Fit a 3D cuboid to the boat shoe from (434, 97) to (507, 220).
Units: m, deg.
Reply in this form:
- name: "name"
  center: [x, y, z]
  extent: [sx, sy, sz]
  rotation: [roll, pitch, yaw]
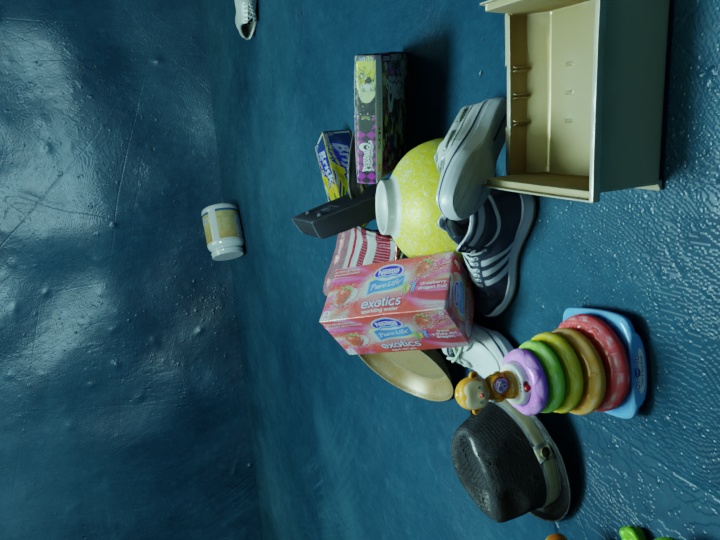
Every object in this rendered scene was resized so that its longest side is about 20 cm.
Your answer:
- name: "boat shoe"
  center: [0.126, -0.134, 0.764]
  extent: [0.067, 0.200, 0.074]
  rotation: [3, 135, 35]

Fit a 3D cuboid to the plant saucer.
- name: "plant saucer"
  center: [0.076, 0.149, 1.069]
  extent: [0.200, 0.035, 0.200]
  rotation: [27, 152, 16]

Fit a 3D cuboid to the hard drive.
- name: "hard drive"
  center: [-0.009, -0.109, 1.089]
  extent: [0.135, 0.200, 0.042]
  rotation: [20, 132, 66]

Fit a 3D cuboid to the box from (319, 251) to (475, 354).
- name: "box"
  center: [0.056, 0.050, 0.906]
  extent: [0.095, 0.200, 0.103]
  rotation: [53, -139, -40]

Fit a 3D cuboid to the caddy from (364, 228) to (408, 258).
- name: "caddy"
  center: [0.044, 0.017, 1.115]
  extent: [0.141, 0.105, 0.200]
  rotation: [115, 141, -54]

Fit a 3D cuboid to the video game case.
- name: "video game case"
  center: [0.036, -0.244, 0.976]
  extent: [0.200, 0.036, 0.182]
  rotation: [-48, -39, -64]

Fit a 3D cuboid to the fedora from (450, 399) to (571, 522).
- name: "fedora"
  center: [0.181, 0.256, 0.831]
  extent: [0.201, 0.091, 0.201]
  rotation: [46, 148, 39]

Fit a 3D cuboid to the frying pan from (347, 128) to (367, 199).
- name: "frying pan"
  center: [0.001, -0.154, 1.036]
  extent: [0.190, 0.031, 0.115]
  rotation: [78, -160, -62]

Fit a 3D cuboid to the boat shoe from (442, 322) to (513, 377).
- name: "boat shoe"
  center: [0.151, 0.112, 0.918]
  extent: [0.200, 0.067, 0.074]
  rotation: [-141, 46, -59]

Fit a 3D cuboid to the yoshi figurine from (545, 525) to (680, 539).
- name: "yoshi figurine"
  center: [0.272, 0.310, 0.648]
  extent: [0.200, 0.112, 0.113]
  rotation: [-9, 48, 44]

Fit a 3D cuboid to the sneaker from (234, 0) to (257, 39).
- name: "sneaker"
  center: [-0.324, -0.753, 1.809]
  extent: [0.071, 0.073, 0.200]
  rotation: [64, 164, 16]

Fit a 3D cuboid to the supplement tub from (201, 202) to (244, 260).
- name: "supplement tub"
  center: [-0.541, -0.151, 2.476]
  extent: [0.145, 0.144, 0.201]
  rotation: [144, 115, -66]

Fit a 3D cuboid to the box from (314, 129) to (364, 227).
- name: "box"
  center: [-0.036, -0.187, 1.298]
  extent: [0.070, 0.064, 0.201]
  rotation: [134, 124, -64]

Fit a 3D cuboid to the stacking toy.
- name: "stacking toy"
  center: [0.188, 0.111, 0.661]
  extent: [0.110, 0.199, 0.116]
  rotation: [-170, 73, -68]

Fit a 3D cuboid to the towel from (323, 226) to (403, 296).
- name: "towel"
  center: [0.000, 0.000, 1.073]
  extent: [0.200, 0.023, 0.144]
  rotation: [26, 103, 57]

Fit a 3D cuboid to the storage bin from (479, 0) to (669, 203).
- name: "storage bin"
  center: [0.206, -0.184, 0.645]
  extent: [0.198, 0.093, 0.201]
  rotation: [-153, 57, -64]

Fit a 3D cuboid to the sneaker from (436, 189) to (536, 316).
- name: "sneaker"
  center: [0.153, -0.018, 0.825]
  extent: [0.070, 0.108, 0.200]
  rotation: [-123, 32, -47]

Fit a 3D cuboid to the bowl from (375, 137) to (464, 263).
- name: "bowl"
  center: [0.082, -0.095, 0.924]
  extent: [0.200, 0.107, 0.201]
  rotation: [177, 90, -80]
